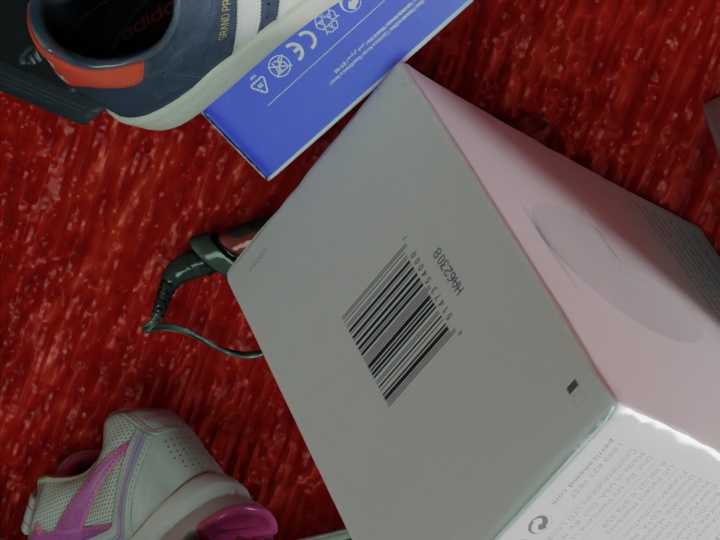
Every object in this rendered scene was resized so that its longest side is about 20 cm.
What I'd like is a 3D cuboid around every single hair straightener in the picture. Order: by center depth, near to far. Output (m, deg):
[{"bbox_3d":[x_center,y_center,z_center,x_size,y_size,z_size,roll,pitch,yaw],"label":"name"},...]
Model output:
[{"bbox_3d":[0.000,0.000,0.967,0.198,0.041,0.077,-21,110,5],"label":"hair straightener"}]

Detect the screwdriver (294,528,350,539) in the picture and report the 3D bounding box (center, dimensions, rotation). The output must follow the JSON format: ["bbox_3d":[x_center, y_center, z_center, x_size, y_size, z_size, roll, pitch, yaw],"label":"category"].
[{"bbox_3d":[0.042,0.102,0.986,0.198,0.028,0.029,-6,76,-13],"label":"screwdriver"}]

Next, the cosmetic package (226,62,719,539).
[{"bbox_3d":[0.081,0.054,0.864,0.199,0.200,0.123,23,116,-39],"label":"cosmetic package"}]

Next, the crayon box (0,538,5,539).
[{"bbox_3d":[-0.273,0.179,1.027,0.198,0.058,0.174,17,112,12],"label":"crayon box"}]

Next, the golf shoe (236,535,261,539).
[{"bbox_3d":[-0.074,0.190,0.956,0.075,0.092,0.201,-10,148,-31],"label":"golf shoe"}]

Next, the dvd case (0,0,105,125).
[{"bbox_3d":[-0.085,-0.143,0.870,0.200,0.150,0.025,-40,64,16],"label":"dvd case"}]

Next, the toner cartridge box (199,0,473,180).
[{"bbox_3d":[0.024,-0.129,0.886,0.200,0.095,0.043,-40,105,18],"label":"toner cartridge box"}]

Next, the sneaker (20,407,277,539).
[{"bbox_3d":[-0.117,0.133,1.016,0.200,0.081,0.089,-46,60,33],"label":"sneaker"}]

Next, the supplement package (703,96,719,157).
[{"bbox_3d":[0.241,0.007,0.915,0.120,0.120,0.201,-25,109,10],"label":"supplement package"}]

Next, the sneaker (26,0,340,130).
[{"bbox_3d":[-0.044,-0.134,0.822,0.200,0.075,0.084,-44,146,16],"label":"sneaker"}]
